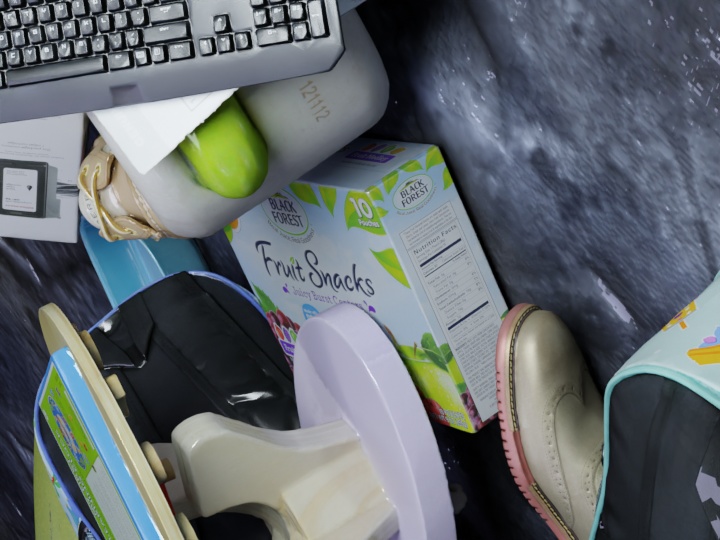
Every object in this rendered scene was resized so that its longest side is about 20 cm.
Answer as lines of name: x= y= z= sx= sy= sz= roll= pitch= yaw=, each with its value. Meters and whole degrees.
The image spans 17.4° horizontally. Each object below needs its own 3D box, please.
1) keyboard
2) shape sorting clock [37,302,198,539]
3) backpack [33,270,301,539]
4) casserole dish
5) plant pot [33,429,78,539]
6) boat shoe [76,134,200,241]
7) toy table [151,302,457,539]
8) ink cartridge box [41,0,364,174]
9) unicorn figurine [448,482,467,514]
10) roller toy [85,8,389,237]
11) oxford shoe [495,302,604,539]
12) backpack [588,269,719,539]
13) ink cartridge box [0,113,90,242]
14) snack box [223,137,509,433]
keyboard: x=-0.108 y=-0.120 z=0.973 sx=0.040 sy=0.199 sz=0.105 roll=-14 pitch=-84 yaw=-71
shape sorting clock: x=-0.112 y=0.107 z=1.185 sx=0.200 sy=0.039 sz=0.200 roll=55 pitch=162 yaw=28
backpack: x=-0.093 y=0.119 z=1.428 sx=0.200 sy=0.183 sz=0.147 roll=50 pitch=171 yaw=24
casserole dish: x=-0.120 y=0.035 z=1.557 sx=0.121 sy=0.039 sz=0.201 roll=18 pitch=135 yaw=57
plant pot: x=-0.156 y=0.178 z=1.666 sx=0.187 sy=0.186 sz=0.201 roll=-1 pitch=108 yaw=64
boat shoe: x=-0.127 y=-0.046 z=1.343 sx=0.200 sy=0.069 sz=0.074 roll=-126 pitch=13 yaw=-81
toy table: x=-0.033 y=0.124 z=1.240 sx=0.184 sy=0.117 sz=0.201 roll=33 pitch=144 yaw=53
ink cartridge box: x=-0.061 y=-0.166 z=0.998 sx=0.163 sy=0.200 sz=0.057 roll=52 pitch=-158 yaw=9
unicorn figurine: x=0.080 y=0.189 z=1.310 sx=0.137 sy=0.074 sz=0.201 roll=14 pitch=132 yaw=57
roller toy: x=-0.077 y=-0.125 z=1.103 sx=0.201 sy=0.139 sz=0.182 roll=56 pitch=178 yaw=8
oxford shoe: x=0.126 y=0.103 z=1.143 sx=0.074 sy=0.070 sz=0.201 roll=-9 pitch=114 yaw=38
backpack: x=0.178 y=0.085 z=0.876 sx=0.176 sy=0.153 sz=0.200 roll=39 pitch=161 yaw=31
ink cartridge box: x=-0.198 y=-0.096 z=1.435 sx=0.200 sy=0.067 sz=0.117 roll=107 pitch=167 yaw=-62
snack box: x=0.000 y=0.000 z=1.251 sx=0.200 sy=0.053 sz=0.143 roll=11 pitch=128 yaw=60
